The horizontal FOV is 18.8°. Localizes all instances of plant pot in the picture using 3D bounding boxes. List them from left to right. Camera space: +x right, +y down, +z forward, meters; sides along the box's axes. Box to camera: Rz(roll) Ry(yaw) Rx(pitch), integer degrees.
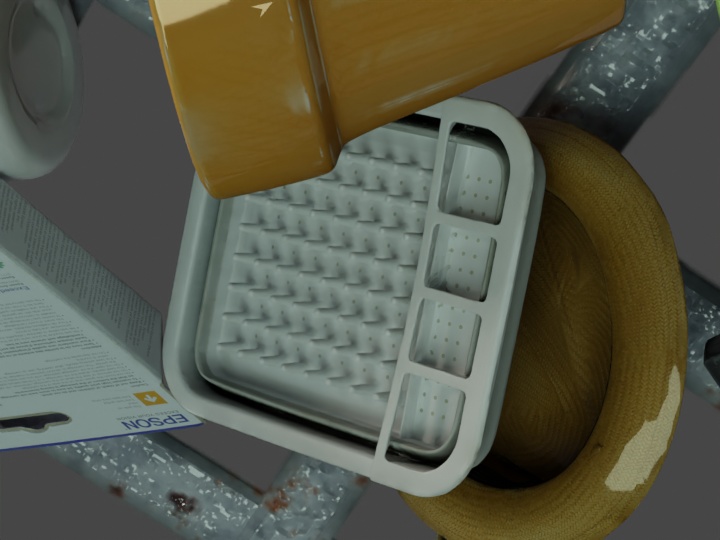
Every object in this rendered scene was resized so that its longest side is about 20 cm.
[{"bbox_3d":[0.008,-0.145,0.893,0.183,0.200,0.201,-12,115,2],"label":"plant pot"}]

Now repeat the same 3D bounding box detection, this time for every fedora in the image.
[{"bbox_3d":[0.086,0.032,0.993,0.200,0.082,0.201,-4,84,40],"label":"fedora"}]

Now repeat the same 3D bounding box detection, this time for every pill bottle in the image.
[{"bbox_3d":[-0.241,-0.090,1.028,0.199,0.111,0.111,-4,116,17],"label":"pill bottle"}]

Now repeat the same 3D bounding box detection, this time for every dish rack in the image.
[{"bbox_3d":[0.000,0.000,0.987,0.200,0.043,0.172,15,97,40],"label":"dish rack"}]

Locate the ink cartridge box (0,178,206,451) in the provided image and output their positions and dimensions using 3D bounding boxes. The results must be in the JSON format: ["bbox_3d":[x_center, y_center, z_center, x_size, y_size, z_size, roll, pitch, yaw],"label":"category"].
[{"bbox_3d":[-0.206,0.028,1.086,0.196,0.043,0.200,-9,148,28],"label":"ink cartridge box"}]

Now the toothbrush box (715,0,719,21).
[{"bbox_3d":[0.181,-0.156,0.854,0.086,0.146,0.201,-8,114,19],"label":"toothbrush box"}]

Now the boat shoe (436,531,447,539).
[{"bbox_3d":[0.072,0.144,1.087,0.066,0.074,0.200,-26,108,20],"label":"boat shoe"}]

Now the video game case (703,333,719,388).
[{"bbox_3d":[0.281,0.062,0.944,0.200,0.026,0.181,-29,108,25],"label":"video game case"}]
